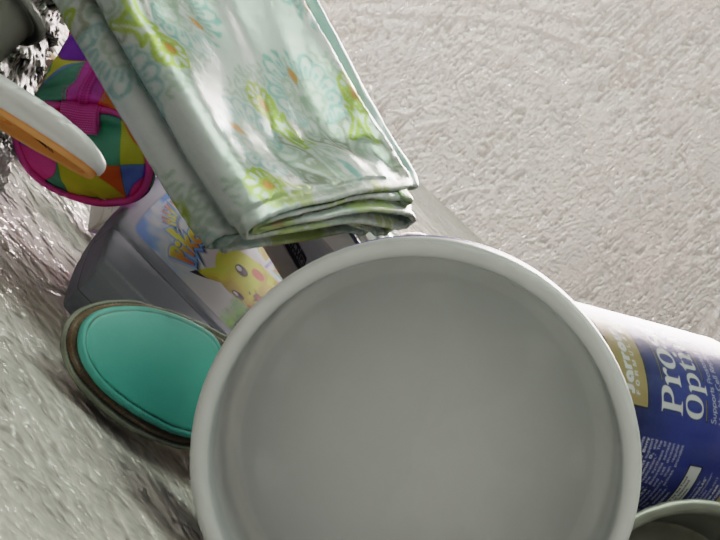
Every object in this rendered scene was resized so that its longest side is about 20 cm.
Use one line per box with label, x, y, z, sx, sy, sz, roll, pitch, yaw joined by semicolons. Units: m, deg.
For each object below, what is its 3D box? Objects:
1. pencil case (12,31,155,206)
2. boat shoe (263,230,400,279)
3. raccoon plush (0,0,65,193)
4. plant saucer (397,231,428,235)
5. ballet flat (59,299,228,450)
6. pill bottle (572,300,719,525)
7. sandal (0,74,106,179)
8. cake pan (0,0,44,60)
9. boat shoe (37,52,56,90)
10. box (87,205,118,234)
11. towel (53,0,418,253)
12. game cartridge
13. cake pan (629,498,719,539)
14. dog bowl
pencil case;-0.122;-0.126;1.468;0.088;0.088;0.200;43;42;-28
boat shoe;0.000;0.000;1.453;0.065;0.074;0.200;-5;52;-27
raccoon plush;-0.181;-0.125;1.499;0.097;0.134;0.200;41;7;-45
plant saucer;0.028;0.078;1.647;0.200;0.037;0.200;21;65;-58
ballet flat;-0.075;0.062;1.333;0.200;0.064;0.067;14;67;-38
pill bottle;0.108;0.072;1.394;0.200;0.112;0.112;14;28;-45
sandal;-0.220;-0.087;1.296;0.207;0.059;0.079;32;-10;4
cake pan;-0.251;-0.160;1.360;0.200;0.037;0.200;31;-11;7
boat shoe;-0.166;-0.090;1.687;0.070;0.070;0.200;40;13;15
box;-0.070;-0.018;1.650;0.200;0.039;0.041;19;62;-32
towel;-0.064;-0.100;1.382;0.171;0.048;0.200;-8;62;-58
game cartridge;-0.078;0.008;1.470;0.133;0.040;0.200;42;29;1
cake pan;0.154;0.214;1.379;0.200;0.200;0.037;43;-22;-26
dog bowl;0.026;0.083;1.237;0.200;0.200;0.079;46;4;0
